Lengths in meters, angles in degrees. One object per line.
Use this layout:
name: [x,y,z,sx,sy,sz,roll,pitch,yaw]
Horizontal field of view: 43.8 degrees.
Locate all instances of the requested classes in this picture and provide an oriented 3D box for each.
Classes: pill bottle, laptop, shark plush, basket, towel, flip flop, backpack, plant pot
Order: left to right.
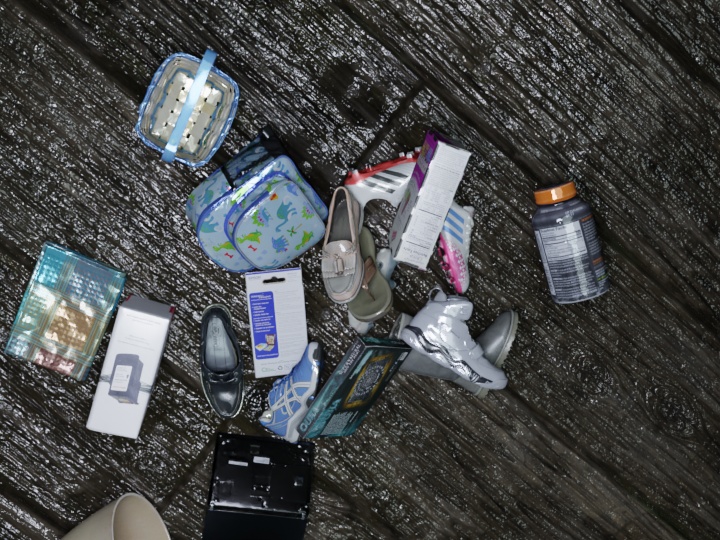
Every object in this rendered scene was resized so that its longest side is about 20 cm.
towel: [-0.491,0.069,1.494,0.146,0.022,0.201,22,93,-9]
plant pot: [-0.439,0.492,1.480,0.199,0.187,0.188,-24,99,9]
basket: [-0.267,-0.254,1.400,0.139,0.200,0.177,25,93,-9]
backpack: [-0.169,-0.091,1.438,0.200,0.147,0.183,-34,137,2]
laptop: [-0.181,0.401,1.579,0.176,0.103,0.201,8,69,-9]
flip flop: [0.000,0.000,1.480,0.081,0.201,0.058,-23,142,16]
shark plush: [0.033,0.010,1.558,0.083,0.091,0.201,37,74,-34]
pill bottle: [0.360,-0.052,1.559,0.106,0.106,0.201,-17,98,-6]

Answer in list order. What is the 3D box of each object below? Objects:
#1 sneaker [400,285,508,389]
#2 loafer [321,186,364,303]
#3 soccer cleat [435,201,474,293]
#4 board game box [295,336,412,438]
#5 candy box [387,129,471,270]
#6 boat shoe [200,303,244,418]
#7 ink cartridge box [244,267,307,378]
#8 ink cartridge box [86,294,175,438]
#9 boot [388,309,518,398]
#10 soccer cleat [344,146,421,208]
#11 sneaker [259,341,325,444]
sneaker: [0.177,0.113,1.502,0.199,0.075,0.115,29,95,-3]
loafer: [-0.034,-0.045,1.447,0.072,0.063,0.201,-8,55,16]
soccer cleat: [0.167,-0.063,1.549,0.086,0.070,0.201,-20,98,-5]
board game box: [-0.010,0.197,1.502,0.028,0.135,0.200,45,110,32]
candy box: [0.108,-0.115,1.442,0.061,0.136,0.201,19,105,-8]
boat shoe: [-0.235,0.159,1.517,0.074,0.066,0.201,-1,96,-8]
ink cartridge box: [-0.140,0.084,1.509,0.094,0.037,0.201,-6,117,-7]
ink cartridge box: [-0.370,0.154,1.457,0.084,0.145,0.201,16,94,-9]
boot: [0.158,0.118,1.575,0.199,0.073,0.183,25,90,-3]
soccer cleat: [0.071,-0.155,1.532,0.199,0.069,0.086,-16,107,-3]
sneaker: [-0.113,0.205,1.513,0.077,0.076,0.201,21,115,0]
